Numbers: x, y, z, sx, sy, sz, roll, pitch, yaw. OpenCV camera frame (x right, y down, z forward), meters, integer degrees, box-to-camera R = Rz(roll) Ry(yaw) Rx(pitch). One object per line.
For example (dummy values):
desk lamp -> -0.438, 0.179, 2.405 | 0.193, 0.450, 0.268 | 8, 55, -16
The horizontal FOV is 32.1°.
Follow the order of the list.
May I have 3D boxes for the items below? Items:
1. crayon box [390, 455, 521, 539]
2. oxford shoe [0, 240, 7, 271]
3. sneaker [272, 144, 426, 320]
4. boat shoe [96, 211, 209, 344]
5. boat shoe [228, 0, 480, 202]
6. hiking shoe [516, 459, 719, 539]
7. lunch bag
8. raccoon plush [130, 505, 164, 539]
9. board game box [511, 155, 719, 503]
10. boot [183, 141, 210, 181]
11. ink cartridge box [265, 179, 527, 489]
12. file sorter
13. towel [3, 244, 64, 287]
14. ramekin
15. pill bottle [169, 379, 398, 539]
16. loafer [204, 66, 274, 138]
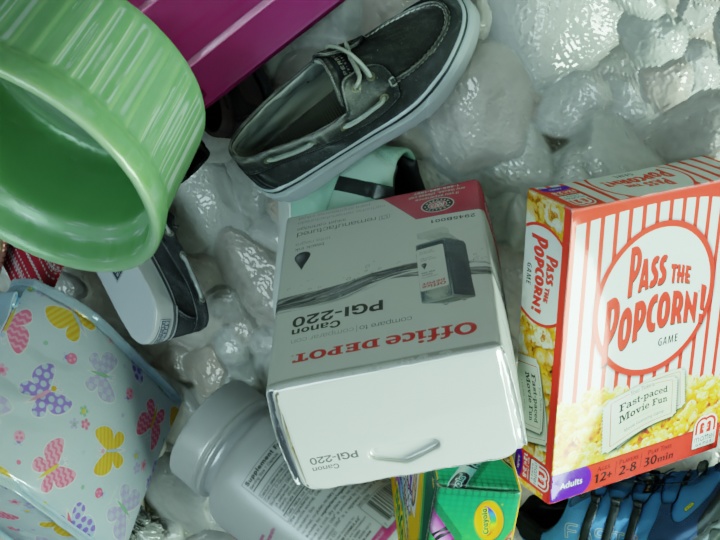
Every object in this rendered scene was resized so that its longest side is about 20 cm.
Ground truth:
crayon box -> 0.062, 0.146, 0.885 | 0.058, 0.200, 0.120 | 5, 114, -6
oxford shoe -> -0.343, -0.080, 1.055 | 0.070, 0.073, 0.202 | -6, 89, 47
sneaker -> 0.000, 0.000, 0.931 | 0.117, 0.074, 0.202 | 8, 110, 32
boat shoe -> -0.183, -0.032, 1.024 | 0.072, 0.067, 0.201 | -51, 60, 39
boat shoe -> -0.005, -0.122, 0.858 | 0.200, 0.071, 0.072 | -42, 59, 11
hiking shoe -> 0.192, 0.174, 0.900 | 0.200, 0.074, 0.087 | -37, 91, 33
lunch bag -> -0.259, 0.124, 1.018 | 0.126, 0.171, 0.200 | -1, 146, 27
raccoon plush -> -0.276, 0.194, 1.117 | 0.199, 0.134, 0.097 | 36, 120, 11
board game box -> 0.174, 0.036, 0.814 | 0.046, 0.150, 0.202 | 32, 128, 53
boot -> -0.169, -0.138, 0.886 | 0.068, 0.200, 0.131 | -43, 74, -1
ink cartridge box -> 0.022, 0.035, 0.804 | 0.144, 0.201, 0.085 | -11, 124, 8
file sorter -> -0.124, -0.235, 0.850 | 0.139, 0.125, 0.201 | -36, 90, 6
towel -> -0.261, -0.078, 1.037 | 0.145, 0.022, 0.201 | 56, 129, 30
ramekin -> -0.196, -0.099, 0.794 | 0.199, 0.098, 0.201 | 19, 149, 12
pill bottle -> -0.049, 0.183, 1.003 | 0.199, 0.113, 0.114 | 35, 121, 19
loafer -> -0.142, -0.185, 0.943 | 0.072, 0.063, 0.200 | -38, 89, 35
